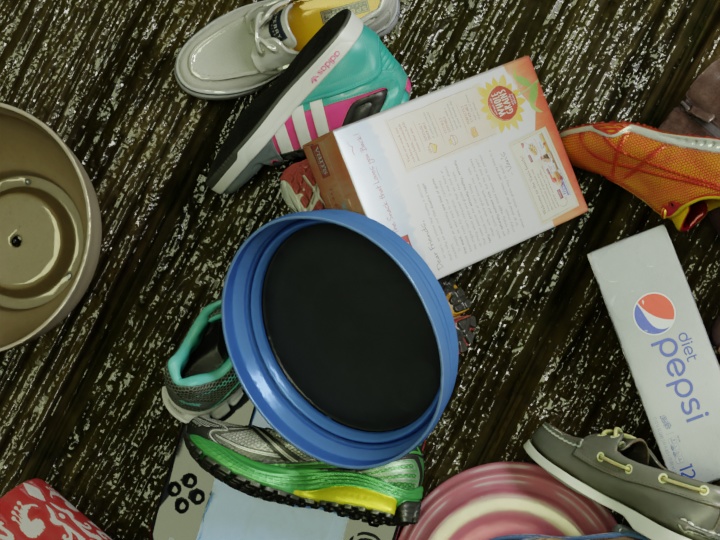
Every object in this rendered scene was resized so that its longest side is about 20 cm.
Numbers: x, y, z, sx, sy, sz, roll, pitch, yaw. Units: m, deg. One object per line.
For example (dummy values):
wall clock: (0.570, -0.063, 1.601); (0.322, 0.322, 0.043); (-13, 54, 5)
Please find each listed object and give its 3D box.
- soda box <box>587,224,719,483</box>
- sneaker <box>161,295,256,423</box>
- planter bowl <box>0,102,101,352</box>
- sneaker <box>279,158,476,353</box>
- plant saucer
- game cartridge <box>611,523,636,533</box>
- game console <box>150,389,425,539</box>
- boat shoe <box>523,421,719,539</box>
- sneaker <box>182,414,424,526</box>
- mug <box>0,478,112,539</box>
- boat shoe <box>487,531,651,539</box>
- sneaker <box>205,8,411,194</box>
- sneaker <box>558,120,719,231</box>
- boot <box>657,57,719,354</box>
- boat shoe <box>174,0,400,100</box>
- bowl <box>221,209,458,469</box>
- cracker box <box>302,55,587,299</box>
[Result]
soda box: (0.245, 0.070, 1.413); (0.068, 0.063, 0.202); (-21, 83, 8)
sneaker: (-0.085, 0.039, 1.442); (0.077, 0.091, 0.200); (38, 81, 13)
planter bowl: (-0.298, -0.030, 1.465); (0.198, 0.135, 0.203); (-1, 86, 8)
sneaker: (0.000, 0.000, 1.428); (0.201, 0.078, 0.082); (52, 136, -7)
plant saucer: (0.119, 0.254, 1.426); (0.198, 0.051, 0.203); (-1, 85, 8)
game cartridge: (0.266, 0.290, 1.384); (0.198, 0.041, 0.134); (20, 85, -8)
game console: (-0.062, 0.182, 1.468); (0.198, 0.031, 0.179); (17, 89, 9)
boat shoe: (0.205, 0.157, 1.364); (0.201, 0.072, 0.061); (29, 95, 49)
sneaker: (-0.045, 0.146, 1.430); (0.198, 0.078, 0.086); (12, 75, 0)
mug: (-0.240, 0.290, 1.438); (0.200, 0.133, 0.178); (41, 91, 12)
boat shoe: (0.129, 0.229, 1.344); (0.198, 0.072, 0.073); (-17, 74, 24)
sneaker: (-0.028, -0.108, 1.461); (0.120, 0.084, 0.200); (37, 122, -17)
sneaker: (0.231, -0.074, 1.392); (0.199, 0.073, 0.078); (15, 98, 41)
boot: (0.296, -0.049, 1.425); (0.166, 0.072, 0.201); (36, 93, 21)
boat shoe: (-0.064, -0.196, 1.475); (0.198, 0.070, 0.072); (-16, 84, 7)
bowl: (-0.014, 0.049, 1.340); (0.199, 0.039, 0.203); (14, 117, 30)
cracker box: (0.068, -0.071, 1.392); (0.199, 0.058, 0.135); (-23, 93, -31)
